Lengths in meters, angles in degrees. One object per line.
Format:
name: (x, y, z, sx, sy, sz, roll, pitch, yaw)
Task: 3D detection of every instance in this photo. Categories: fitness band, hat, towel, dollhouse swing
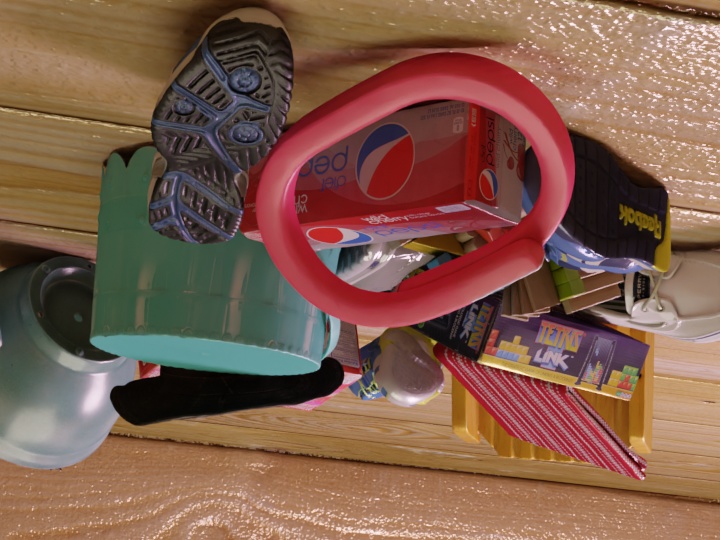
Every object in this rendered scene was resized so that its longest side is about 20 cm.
fitness band: (0.031, -0.045, 0.962, 0.199, 0.038, 0.144, -26, 109, 29)
hat: (-0.114, 0.065, 1.372, 0.198, 0.082, 0.201, -6, -167, 1)
towel: (0.164, 0.126, 1.521, 0.145, 0.023, 0.199, 46, 163, -30)
dollhouse swing: (0.180, 0.116, 1.621, 0.197, 0.184, 0.176, 2, -172, 17)

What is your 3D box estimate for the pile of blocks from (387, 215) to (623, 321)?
pile of blocks: (0.113, -0.011, 1.223, 0.198, 0.083, 0.062, 9, 168, -15)

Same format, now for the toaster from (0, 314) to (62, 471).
toaster: (-0.410, 0.111, 1.780, 0.197, 0.183, 0.119, 8, 167, -10)

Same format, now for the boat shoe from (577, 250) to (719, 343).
boat shoe: (0.239, 0.021, 1.333, 0.066, 0.075, 0.199, 11, 168, -40)

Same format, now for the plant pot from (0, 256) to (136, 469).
plant pot: (-0.295, 0.071, 1.590, 0.199, 0.202, 0.134, 14, 138, -36)

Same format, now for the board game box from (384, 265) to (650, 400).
board game box: (0.123, 0.043, 1.404, 0.199, 0.057, 0.165, 16, -173, -42)

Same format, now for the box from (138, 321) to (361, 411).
box: (-0.106, 0.058, 1.544, 0.198, 0.101, 0.095, 13, 146, -35)

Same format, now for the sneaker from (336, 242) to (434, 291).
sneaker: (0.000, 0.000, 1.336, 0.081, 0.076, 0.200, 12, 166, -23)

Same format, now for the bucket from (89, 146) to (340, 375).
bucket: (-0.108, -0.001, 1.234, 0.204, 0.137, 0.207, 6, 170, 1)

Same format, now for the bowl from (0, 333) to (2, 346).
bowl: (-0.412, 0.003, 1.459, 0.198, 0.106, 0.201, 4, 168, 1)

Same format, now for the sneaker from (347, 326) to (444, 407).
sneaker: (0.027, 0.104, 1.596, 0.105, 0.076, 0.200, -38, -177, 18)

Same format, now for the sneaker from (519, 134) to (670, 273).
sneaker: (0.145, -0.037, 1.113, 0.081, 0.075, 0.199, 0, 166, 32)

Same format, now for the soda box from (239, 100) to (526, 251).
soda box: (0.011, -0.059, 1.067, 0.198, 0.071, 0.063, -7, 164, 41)

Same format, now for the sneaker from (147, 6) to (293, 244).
sneaker: (-0.086, -0.095, 0.955, 0.075, 0.078, 0.200, 11, 149, -14)
